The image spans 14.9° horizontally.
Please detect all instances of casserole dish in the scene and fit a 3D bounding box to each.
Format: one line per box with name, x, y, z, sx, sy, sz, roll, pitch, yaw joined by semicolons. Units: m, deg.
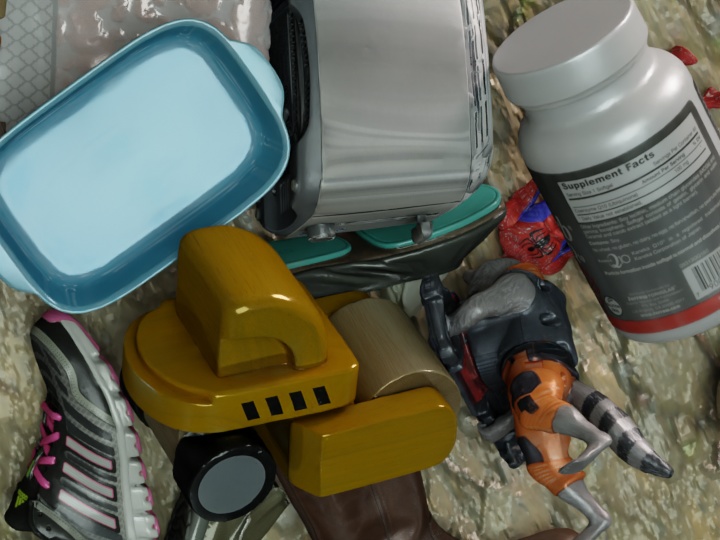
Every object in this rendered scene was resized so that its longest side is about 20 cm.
casserole dish;-0.136;-0.063;1.613;0.200;0.039;0.121;-36;107;-5

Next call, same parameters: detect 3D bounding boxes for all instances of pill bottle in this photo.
pill bottle;0.166;-0.065;1.695;0.116;0.116;0.200;-33;113;-8

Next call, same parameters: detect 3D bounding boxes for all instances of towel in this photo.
towel;-0.147;-0.156;1.656;0.191;0.032;0.200;4;100;5

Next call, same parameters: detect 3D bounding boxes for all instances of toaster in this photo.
toaster;0.004;-0.115;1.688;0.129;0.114;0.200;0;77;-19

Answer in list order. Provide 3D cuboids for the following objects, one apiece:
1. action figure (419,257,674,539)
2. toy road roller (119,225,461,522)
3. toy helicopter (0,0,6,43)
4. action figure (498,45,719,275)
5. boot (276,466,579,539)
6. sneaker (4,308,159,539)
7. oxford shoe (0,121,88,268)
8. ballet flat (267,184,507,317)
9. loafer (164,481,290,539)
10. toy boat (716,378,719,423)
action figure;0.115;0.076;1.711;0.105;0.194;0.200;-25;148;4
toy road roller;-0.042;0.047;1.624;0.200;0.123;0.146;-11;129;-22
toy helicopter;-0.304;-0.169;1.592;0.200;0.132;0.079;11;102;8
action figure;0.152;-0.058;1.781;0.200;0.052;0.065;-44;110;-2
boot;0.046;0.143;1.757;0.186;0.064;0.200;-29;113;-21
sneaker;-0.182;0.125;1.706;0.087;0.074;0.200;-18;107;-15
oxford shoe;-0.250;-0.073;1.639;0.200;0.071;0.073;34;99;-16
ballet flat;0.000;0.000;1.739;0.200;0.068;0.068;-15;118;-17
loafer;-0.078;0.150;1.738;0.070;0.075;0.200;13;96;-13
toy boat;0.329;0.046;1.823;0.131;0.130;0.200;11;98;-47
